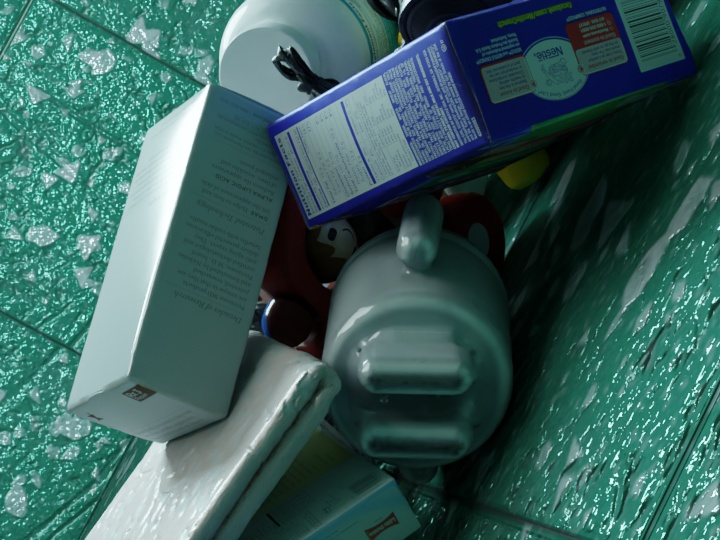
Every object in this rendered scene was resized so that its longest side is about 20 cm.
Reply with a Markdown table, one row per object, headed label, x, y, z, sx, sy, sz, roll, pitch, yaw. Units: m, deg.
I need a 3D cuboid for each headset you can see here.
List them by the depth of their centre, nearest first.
| label | x | y | z | sx | sy | sz | roll | pitch | yaw |
| --- | --- | --- | --- | --- | --- | --- | --- | --- | --- |
| headset | 0.034 | -0.185 | 1.238 | 0.200 | 0.094 | 0.124 | -49 | 36 | 10 |

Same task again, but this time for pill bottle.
| label | x | y | z | sx | sy | sz | roll | pitch | yaw |
| --- | --- | --- | --- | --- | --- | --- | --- | --- | --- |
| pill bottle | -0.032 | -0.156 | 1.384 | 0.111 | 0.110 | 0.200 | -57 | -7 | 24 |

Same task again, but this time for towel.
| label | x | y | z | sx | sy | sz | roll | pitch | yaw |
| --- | --- | --- | --- | --- | --- | --- | --- | --- | --- |
| towel | -0.094 | 0.124 | 1.142 | 0.192 | 0.032 | 0.200 | -55 | 16 | -6 |

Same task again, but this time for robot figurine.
| label | x | y | z | sx | sy | sz | roll | pitch | yaw |
| --- | --- | --- | --- | --- | --- | --- | --- | --- | --- |
| robot figurine | 0.035 | 0.043 | 1.166 | 0.200 | 0.112 | 0.171 | -84 | -2 | -67 |

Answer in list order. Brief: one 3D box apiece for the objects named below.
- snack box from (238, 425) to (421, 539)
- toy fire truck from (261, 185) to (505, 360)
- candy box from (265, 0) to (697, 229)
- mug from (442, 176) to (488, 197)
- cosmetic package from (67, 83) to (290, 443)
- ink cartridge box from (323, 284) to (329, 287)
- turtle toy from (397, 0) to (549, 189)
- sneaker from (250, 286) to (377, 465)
| label | x | y | z | sx | sy | sz | roll | pitch | yaw |
| --- | --- | --- | --- | --- | --- | --- | --- | --- | --- |
| snack box | -0.049 | 0.148 | 1.157 | 0.116 | 0.037 | 0.200 | -32 | 15 | -11 |
| toy fire truck | 0.000 | 0.000 | 1.286 | 0.112 | 0.200 | 0.169 | -5 | 51 | 38 |
| candy box | 0.068 | -0.099 | 1.145 | 0.168 | 0.078 | 0.200 | -20 | -1 | -34 |
| mug | 0.019 | -0.056 | 1.489 | 0.186 | 0.149 | 0.153 | -37 | 13 | 33 |
| cosmetic package | -0.107 | -0.003 | 1.186 | 0.102 | 0.074 | 0.201 | -26 | 47 | 58 |
| ink cartridge box | -0.051 | 0.076 | 1.453 | 0.050 | 0.201 | 0.162 | -26 | -15 | -36 |
| turtle toy | 0.104 | -0.141 | 1.338 | 0.101 | 0.146 | 0.200 | -36 | 15 | 11 |
| sneaker | -0.050 | 0.083 | 1.324 | 0.077 | 0.201 | 0.086 | -19 | 18 | 23 |
